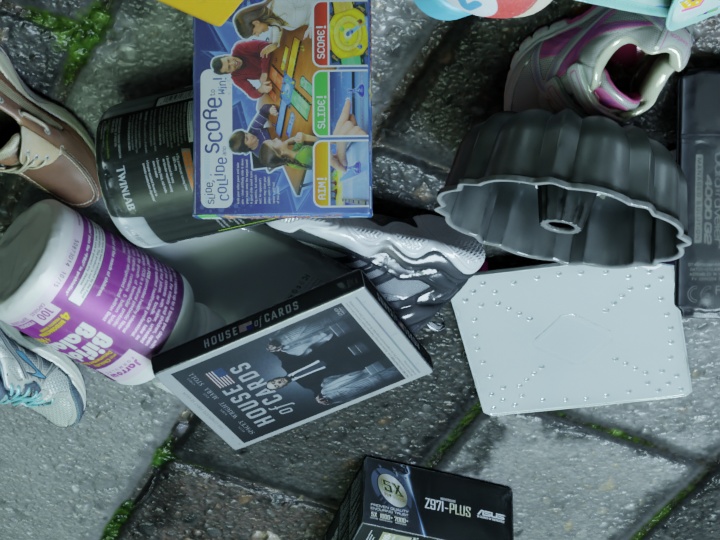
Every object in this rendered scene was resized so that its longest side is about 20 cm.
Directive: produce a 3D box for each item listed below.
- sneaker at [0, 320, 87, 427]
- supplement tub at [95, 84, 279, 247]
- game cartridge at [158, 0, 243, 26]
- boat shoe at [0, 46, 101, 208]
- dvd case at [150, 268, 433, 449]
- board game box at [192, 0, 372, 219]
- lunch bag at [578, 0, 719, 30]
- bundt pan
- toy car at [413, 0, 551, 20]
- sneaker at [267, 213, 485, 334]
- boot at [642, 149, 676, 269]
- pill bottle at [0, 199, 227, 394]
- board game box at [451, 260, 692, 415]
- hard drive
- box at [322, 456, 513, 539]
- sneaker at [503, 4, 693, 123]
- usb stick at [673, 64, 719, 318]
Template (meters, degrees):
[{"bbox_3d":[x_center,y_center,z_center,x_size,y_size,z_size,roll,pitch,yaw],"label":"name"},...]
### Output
[{"bbox_3d":[-0.335,0.099,1.709,0.077,0.086,0.200,-20,132,25],"label":"sneaker"},{"bbox_3d":[-0.100,-0.094,1.456,0.200,0.123,0.123,-11,136,15],"label":"supplement tub"},{"bbox_3d":[-0.141,-0.258,1.244,0.200,0.032,0.176,19,142,-27],"label":"game cartridge"},{"bbox_3d":[-0.287,-0.110,1.488,0.076,0.072,0.200,-24,131,27],"label":"boat shoe"},{"bbox_3d":[-0.057,0.080,1.558,0.200,0.025,0.150,-23,141,14],"label":"dvd case"},{"bbox_3d":[-0.059,-0.139,1.365,0.135,0.201,0.034,0,177,4],"label":"board game box"},{"bbox_3d":[0.222,-0.262,1.253,0.200,0.122,0.170,14,138,-18],"label":"lunch bag"},{"bbox_3d":[0.163,-0.068,1.416,0.201,0.076,0.202,12,165,3],"label":"bundt pan"},{"bbox_3d":[0.035,-0.253,1.168,0.200,0.177,0.184,-1,178,-27],"label":"toy car"},{"bbox_3d":[0.000,0.000,1.568,0.200,0.076,0.114,13,119,-15],"label":"sneaker"},{"bbox_3d":[0.226,-0.039,1.517,0.200,0.090,0.073,-21,132,24],"label":"boot"},{"bbox_3d":[-0.215,0.031,1.566,0.200,0.112,0.112,32,131,-31],"label":"pill bottle"},{"bbox_3d":[0.195,0.054,1.669,0.200,0.026,0.200,-7,137,12],"label":"board game box"},{"bbox_3d":[-0.102,0.007,1.637,0.200,0.025,0.132,23,134,-20],"label":"hard drive"},{"bbox_3d":[0.051,0.299,1.900,0.163,0.086,0.200,13,136,-10],"label":"box"},{"bbox_3d":[0.179,-0.152,1.395,0.081,0.088,0.200,26,138,-22],"label":"sneaker"},{"bbox_3d":[0.277,-0.062,1.438,0.055,0.201,0.033,1,-179,9],"label":"usb stick"}]
